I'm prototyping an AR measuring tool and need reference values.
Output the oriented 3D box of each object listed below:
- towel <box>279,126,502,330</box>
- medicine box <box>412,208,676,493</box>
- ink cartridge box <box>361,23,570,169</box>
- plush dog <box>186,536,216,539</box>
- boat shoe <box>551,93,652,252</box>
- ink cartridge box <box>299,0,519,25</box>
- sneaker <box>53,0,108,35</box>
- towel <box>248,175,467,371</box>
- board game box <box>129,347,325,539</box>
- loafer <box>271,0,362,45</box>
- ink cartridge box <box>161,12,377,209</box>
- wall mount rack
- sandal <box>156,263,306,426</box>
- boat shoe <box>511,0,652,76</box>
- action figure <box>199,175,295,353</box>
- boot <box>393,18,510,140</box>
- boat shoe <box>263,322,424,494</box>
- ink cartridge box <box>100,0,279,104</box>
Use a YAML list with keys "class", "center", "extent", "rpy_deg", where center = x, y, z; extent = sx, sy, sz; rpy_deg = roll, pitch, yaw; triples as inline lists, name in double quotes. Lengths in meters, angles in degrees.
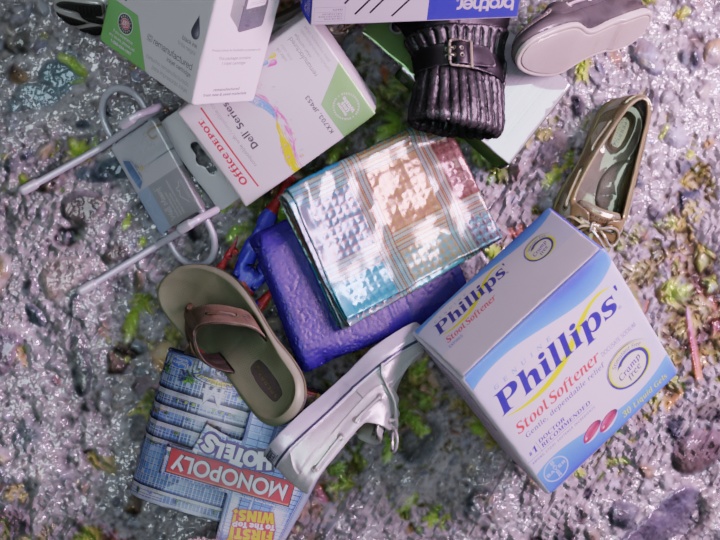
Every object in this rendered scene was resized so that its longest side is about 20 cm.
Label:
- class: "towel"
  center: [0.032, -0.052, 1.311]
  extent: [0.198, 0.022, 0.148]
  rpy_deg: [-28, 93, -21]
- class: "medicine box"
  center: [0.182, 0.080, 1.296]
  extent: [0.182, 0.103, 0.200]
  rpy_deg: [-42, 128, -4]
- class: "ink cartridge box"
  center: [0.103, -0.209, 1.350]
  extent: [0.199, 0.059, 0.104]
  rpy_deg: [40, 86, -4]
- class: "plush dog"
  center: [-0.196, 0.375, 1.282]
  extent: [0.160, 0.170, 0.203]
  rpy_deg: [-26, 99, -48]
- class: "boat shoe"
  center: [0.247, -0.082, 1.363]
  extent: [0.072, 0.063, 0.203]
  rpy_deg: [23, 88, -5]
- class: "ink cartridge box"
  center: [0.048, -0.273, 1.182]
  extent: [0.197, 0.044, 0.095]
  rpy_deg: [-5, 126, -15]
- class: "sneaker"
  center: [-0.209, -0.290, 1.324]
  extent: [0.197, 0.081, 0.085]
  rpy_deg: [-16, 79, -14]
- class: "towel"
  center: [0.000, 0.000, 1.330]
  extent: [0.198, 0.049, 0.150]
  rpy_deg: [-21, 89, -21]
- class: "board game box"
  center: [-0.124, 0.201, 1.332]
  extent: [0.197, 0.062, 0.203]
  rpy_deg: [15, 88, -5]
- class: "loafer"
  center: [-0.047, -0.242, 1.339]
  extent: [0.198, 0.072, 0.063]
  rpy_deg: [-26, 109, 2]
- class: "ink cartridge box"
  center: [-0.095, -0.147, 1.296]
  extent: [0.199, 0.067, 0.118]
  rpy_deg: [-35, 104, 12]
- class: "wall mount rack"
  center: [-0.235, -0.072, 1.316]
  extent: [0.173, 0.074, 0.202]
  rpy_deg: [-27, 94, 34]
- class: "sandal"
  center: [-0.126, 0.064, 1.274]
  extent: [0.201, 0.057, 0.080]
  rpy_deg: [44, 105, 26]
- class: "boat shoe"
  center: [0.209, -0.242, 1.326]
  extent: [0.198, 0.067, 0.057]
  rpy_deg: [-20, 58, -38]
- class: "action figure"
  center: [-0.109, -0.001, 1.340]
  extent: [0.065, 0.052, 0.201]
  rpy_deg: [33, 89, -10]
- class: "boot"
  center: [0.052, -0.216, 1.268]
  extent: [0.208, 0.079, 0.160]
  rpy_deg: [11, 89, -12]
- class: "boat shoe"
  center: [0.008, 0.139, 1.272]
  extent: [0.201, 0.075, 0.086]
  rpy_deg: [-40, 79, -24]
- class: "ink cartridge box"
  center: [-0.143, -0.272, 1.193]
  extent: [0.145, 0.083, 0.202]
  rpy_deg: [35, 120, 33]
